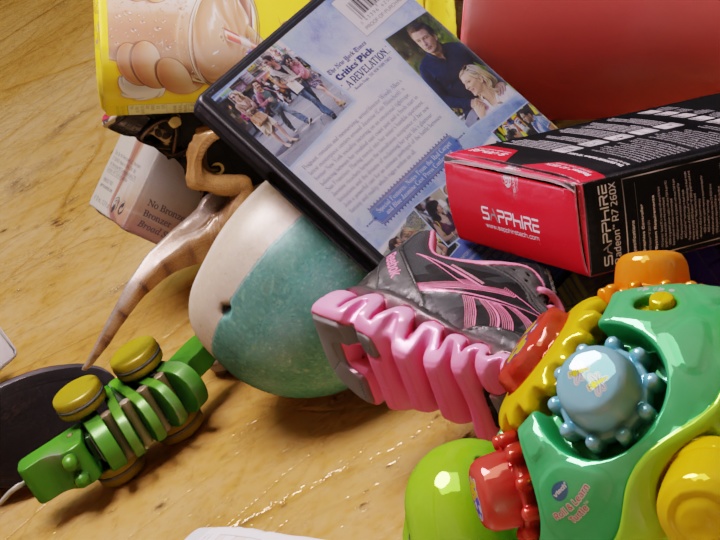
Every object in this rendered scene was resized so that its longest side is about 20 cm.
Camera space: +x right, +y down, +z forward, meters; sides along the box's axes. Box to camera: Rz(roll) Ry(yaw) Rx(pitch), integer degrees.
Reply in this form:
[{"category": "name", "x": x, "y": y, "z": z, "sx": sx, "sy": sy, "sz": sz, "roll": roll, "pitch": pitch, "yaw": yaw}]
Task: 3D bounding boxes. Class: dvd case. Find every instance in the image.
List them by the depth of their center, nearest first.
[{"category": "dvd case", "x": 0.030, "y": -0.059, "z": 1.098, "sx": 0.143, "sy": 0.200, "sz": 0.018, "roll": -44, "pitch": -7, "yaw": -31}]

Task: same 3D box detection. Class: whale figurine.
[{"category": "whale figurine", "x": 0.000, "y": 0.000, "z": 1.164, "sx": 0.200, "sy": 0.104, "sz": 0.160, "roll": -24, "pitch": -28, "yaw": -48}]

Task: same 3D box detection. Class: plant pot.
[{"category": "plant pot", "x": 0.155, "y": -0.174, "z": 1.201, "sx": 0.176, "sy": 0.202, "sz": 0.201, "roll": 7, "pitch": 31, "yaw": 7}]

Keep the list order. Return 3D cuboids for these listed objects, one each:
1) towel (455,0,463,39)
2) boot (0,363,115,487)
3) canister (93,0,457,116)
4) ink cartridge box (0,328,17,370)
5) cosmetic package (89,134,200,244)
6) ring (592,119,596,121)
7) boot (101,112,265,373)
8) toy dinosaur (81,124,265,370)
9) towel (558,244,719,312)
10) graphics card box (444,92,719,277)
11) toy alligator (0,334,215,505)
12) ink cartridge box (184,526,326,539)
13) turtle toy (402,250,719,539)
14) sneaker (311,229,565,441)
[{"category": "towel", "x": 0.005, "y": -0.176, "z": 1.289, "sx": 0.037, "sy": 0.147, "sz": 0.201, "roll": 111, "pitch": 172, "yaw": -58}, {"category": "boot", "x": -0.233, "y": 0.093, "z": 1.330, "sx": 0.188, "sy": 0.069, "sz": 0.200, "roll": -36, "pitch": 15, "yaw": 4}, {"category": "canister", "x": -0.051, "y": -0.161, "z": 1.195, "sx": 0.198, "sy": 0.150, "sz": 0.087, "roll": -3, "pitch": -12, "yaw": -5}, {"category": "ink cartridge box", "x": -0.308, "y": 0.062, "z": 1.294, "sx": 0.145, "sy": 0.084, "sz": 0.200, "roll": -41, "pitch": 14, "yaw": -17}, {"category": "cosmetic package", "x": -0.082, "y": -0.106, "z": 1.368, "sx": 0.201, "sy": 0.103, "sz": 0.087, "roll": -66, "pitch": 25, "yaw": 2}, {"category": "ring", "x": 0.110, "y": -0.127, "z": 1.296, "sx": 0.199, "sy": 0.019, "sz": 0.201, "roll": -6, "pitch": 51, "yaw": 7}, {"category": "boot", "x": -0.090, "y": -0.056, "z": 1.270, "sx": 0.073, "sy": 0.150, "sz": 0.201, "roll": -11, "pitch": 49, "yaw": 59}, {"category": "toy dinosaur", "x": -0.077, "y": -0.028, "z": 1.199, "sx": 0.199, "sy": 0.107, "sz": 0.060, "roll": -23, "pitch": 12, "yaw": -27}, {"category": "towel", "x": 0.123, "y": 0.021, "z": 1.072, "sx": 0.143, "sy": 0.023, "sz": 0.200, "roll": -26, "pitch": 22, "yaw": 7}, {"category": "graphics card box", "x": 0.158, "y": -0.049, "z": 1.052, "sx": 0.199, "sy": 0.051, "sz": 0.125, "roll": -15, "pitch": 15, "yaw": -25}, {"category": "toy alligator", "x": -0.149, "y": 0.098, "z": 1.187, "sx": 0.199, "sy": 0.060, "sz": 0.054, "roll": -36, "pitch": 23, "yaw": -15}, {"category": "ink cartridge box", "x": -0.066, "y": 0.185, "z": 0.934, "sx": 0.160, "sy": 0.047, "sz": 0.199, "roll": -43, "pitch": 20, "yaw": -28}, {"category": "turtle toy", "x": 0.090, "y": 0.072, "z": 0.821, "sx": 0.200, "sy": 0.101, "sz": 0.146, "roll": -53, "pitch": 1, "yaw": 38}, {"category": "sneaker", "x": 0.073, "y": 0.034, "z": 0.979, "sx": 0.199, "sy": 0.079, "sz": 0.095, "roll": 25, "pitch": 55, "yaw": 36}]
